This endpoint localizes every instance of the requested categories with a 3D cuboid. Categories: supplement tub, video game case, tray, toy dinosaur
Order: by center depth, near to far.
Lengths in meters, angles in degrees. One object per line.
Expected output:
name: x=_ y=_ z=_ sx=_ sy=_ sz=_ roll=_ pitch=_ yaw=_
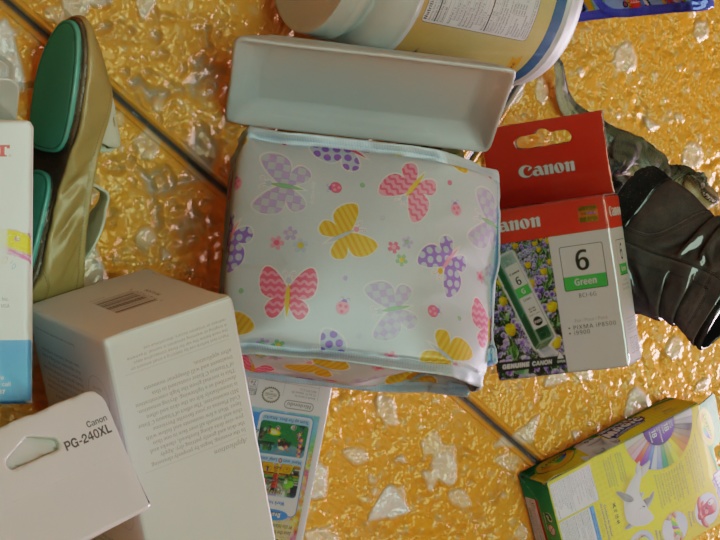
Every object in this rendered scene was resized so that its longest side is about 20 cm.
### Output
tray: x=0.005 y=-0.132 z=1.277 sx=0.199 sy=0.107 sz=0.022 roll=6 pitch=62 yaw=-5
supplement tub: x=0.050 y=-0.220 z=1.307 sx=0.199 sy=0.145 sz=0.145 roll=6 pitch=92 yaw=-32
video game case: x=-0.116 y=0.118 z=1.307 sx=0.199 sy=0.024 sz=0.183 roll=12 pitch=89 yaw=-33
toy dinosaur: x=0.213 y=-0.087 z=1.484 sx=0.200 sy=0.047 sz=0.088 roll=33 pitch=73 yaw=-27

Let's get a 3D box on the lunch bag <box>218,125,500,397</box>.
lunch bag: x=0.000 y=0.000 z=1.272 sx=0.199 sy=0.127 sz=0.170 roll=5 pitch=78 yaw=-7

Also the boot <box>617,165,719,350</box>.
boot: x=0.227 y=0.026 z=1.421 sx=0.200 sy=0.132 sz=0.070 roll=-57 pitch=152 yaw=12

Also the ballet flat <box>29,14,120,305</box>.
ballet flat: x=-0.199 y=-0.074 z=1.218 sx=0.063 sy=0.069 sz=0.201 roll=8 pitch=99 yaw=-41

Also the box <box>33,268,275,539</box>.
box: x=-0.139 y=0.114 z=1.197 sx=0.097 sy=0.124 sz=0.201 roll=-19 pitch=110 yaw=-30

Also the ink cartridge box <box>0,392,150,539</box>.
ink cartridge box: x=-0.249 y=0.161 z=1.087 sx=0.145 sy=0.200 sz=0.084 roll=-23 pitch=85 yaw=-50

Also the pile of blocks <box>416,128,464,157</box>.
pile of blocks: x=0.055 y=-0.033 z=1.368 sx=0.062 sy=0.082 sz=0.201 roll=-8 pitch=96 yaw=9

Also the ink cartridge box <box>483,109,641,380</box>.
ink cartridge box: x=0.151 y=-0.019 z=1.394 sx=0.050 sy=0.109 sz=0.201 roll=-12 pitch=94 yaw=-68

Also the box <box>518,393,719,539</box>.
box: x=0.236 y=0.189 z=1.521 sx=0.200 sy=0.048 sz=0.118 roll=-22 pitch=105 yaw=-26

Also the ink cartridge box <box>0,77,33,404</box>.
ink cartridge box: x=-0.274 y=-0.022 z=1.117 sx=0.128 sy=0.125 sz=0.201 roll=1 pitch=94 yaw=-15

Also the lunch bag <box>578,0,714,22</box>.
lunch bag: x=0.204 y=-0.272 z=1.364 sx=0.094 sy=0.200 sz=0.151 roll=-18 pitch=103 yaw=-30
